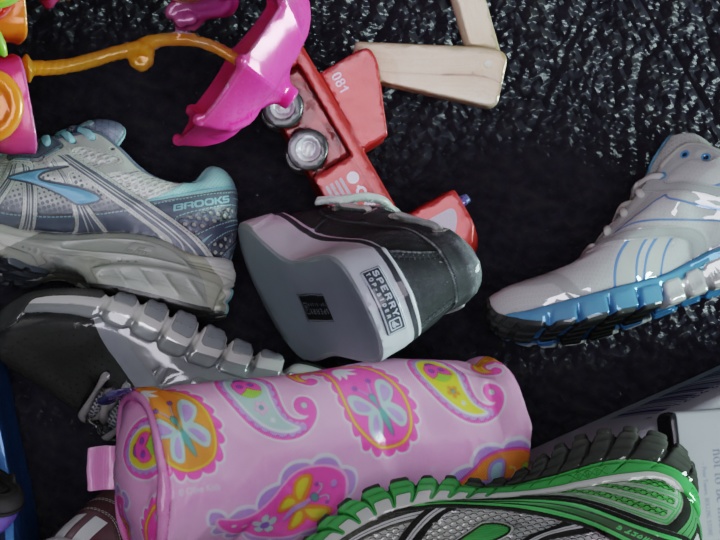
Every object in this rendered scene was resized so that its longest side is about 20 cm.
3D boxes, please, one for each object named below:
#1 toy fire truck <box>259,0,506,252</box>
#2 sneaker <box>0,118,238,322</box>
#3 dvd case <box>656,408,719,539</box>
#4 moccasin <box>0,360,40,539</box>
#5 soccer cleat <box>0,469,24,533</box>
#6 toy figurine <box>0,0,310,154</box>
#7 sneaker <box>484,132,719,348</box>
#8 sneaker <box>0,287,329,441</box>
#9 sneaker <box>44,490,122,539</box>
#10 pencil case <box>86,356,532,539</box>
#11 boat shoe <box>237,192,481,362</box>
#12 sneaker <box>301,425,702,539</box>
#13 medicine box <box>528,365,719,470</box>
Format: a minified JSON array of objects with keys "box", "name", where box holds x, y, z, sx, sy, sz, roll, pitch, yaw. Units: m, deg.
[{"box":[0.021,-0.095,1.248,0.141,0.049,0.200,-30,91,-3],"name":"toy fire truck"},{"box":[-0.155,-0.035,1.237,0.199,0.078,0.087,15,76,-9],"name":"sneaker"},{"box":[0.237,0.131,1.157,0.199,0.018,0.143,-3,83,-19],"name":"dvd case"},{"box":[-0.199,0.121,1.232,0.068,0.080,0.201,-11,76,2],"name":"moccasin"},{"box":[-0.254,0.115,1.177,0.199,0.068,0.073,6,99,12],"name":"soccer cleat"},{"box":[-0.115,-0.129,1.162,0.184,0.150,0.201,-4,95,-17],"name":"toy figurine"},{"box":[0.151,-0.021,1.250,0.199,0.075,0.087,-18,82,-10],"name":"sneaker"},{"box":[-0.092,0.085,1.198,0.199,0.075,0.116,16,58,-4],"name":"sneaker"},{"box":[-0.092,0.193,1.227,0.075,0.116,0.200,-7,117,30],"name":"sneaker"},{"box":[-0.021,0.086,1.147,0.199,0.087,0.088,-5,90,-24],"name":"pencil case"},{"box":[-0.001,-0.003,1.164,0.068,0.199,0.074,-25,96,-17],"name":"boat shoe"},{"box":[0.053,0.134,1.089,0.200,0.085,0.078,-20,129,15],"name":"sneaker"},{"box":[0.199,0.150,1.206,0.182,0.103,0.200,-23,91,-19],"name":"medicine box"}]
